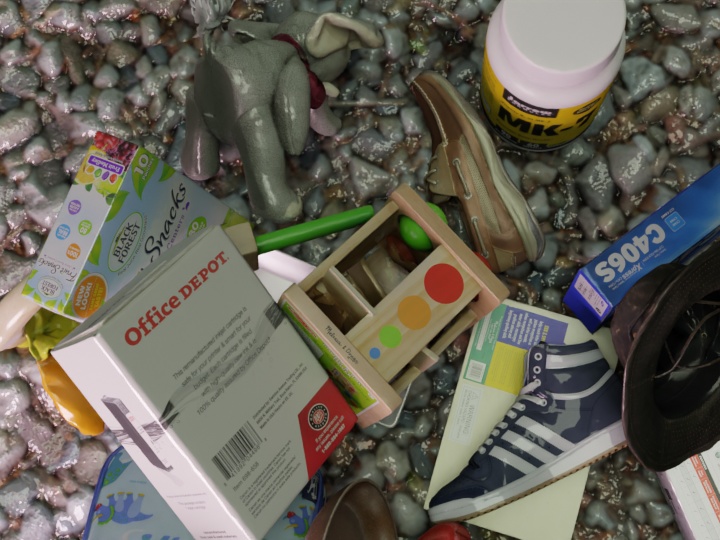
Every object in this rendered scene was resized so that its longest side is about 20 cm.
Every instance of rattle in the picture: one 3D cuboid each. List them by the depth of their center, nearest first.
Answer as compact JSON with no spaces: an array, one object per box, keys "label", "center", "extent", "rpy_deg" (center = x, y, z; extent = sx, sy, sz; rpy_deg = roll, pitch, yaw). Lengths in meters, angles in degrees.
[{"label":"rattle","center":[-0.222,0.026,0.931],"extent":[0.200,0.130,0.143],"rpy_deg":[-40,72,6]}]

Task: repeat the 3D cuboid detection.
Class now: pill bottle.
[{"label":"pill bottle","center":[0.160,-0.179,0.904],"extent":[0.113,0.200,0.116],"rpy_deg":[-1,81,4]}]

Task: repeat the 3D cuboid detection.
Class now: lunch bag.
[{"label":"lunch bag","center":[-0.128,0.226,0.888],"extent":[0.198,0.083,0.162],"rpy_deg":[5,44,5]}]

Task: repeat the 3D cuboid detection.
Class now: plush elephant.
[{"label":"plush elephant","center":[-0.070,-0.166,0.956],"extent":[0.154,0.164,0.202],"rpy_deg":[-21,117,-34]}]

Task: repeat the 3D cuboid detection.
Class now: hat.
[{"label":"hat","center":[0.249,0.057,0.856],"extent":[0.081,0.200,0.201],"rpy_deg":[30,83,46]}]

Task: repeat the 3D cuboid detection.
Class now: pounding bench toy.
[{"label":"pounding bench toy","center":[0.000,0.000,0.893],"extent":[0.156,0.124,0.200],"rpy_deg":[-43,87,-17]}]

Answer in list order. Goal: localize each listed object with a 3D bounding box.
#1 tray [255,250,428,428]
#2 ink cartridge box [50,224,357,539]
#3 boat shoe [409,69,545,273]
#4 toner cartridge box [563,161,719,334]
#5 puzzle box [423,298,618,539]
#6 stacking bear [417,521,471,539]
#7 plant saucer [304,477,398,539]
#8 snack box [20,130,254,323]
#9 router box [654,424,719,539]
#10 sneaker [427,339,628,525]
[{"label":"tray","center":[-0.041,0.054,0.961],"extent":[0.199,0.022,0.108],"rpy_deg":[24,84,-2]},{"label":"ink cartridge box","center":[-0.117,0.089,0.827],"extent":[0.144,0.083,0.201],"rpy_deg":[-46,109,-39]},{"label":"boat shoe","center":[0.091,-0.087,0.961],"extent":[0.071,0.076,0.201],"rpy_deg":[-29,79,1]},{"label":"toner cartridge box","center":[0.269,-0.030,0.915],"extent":[0.199,0.095,0.043],"rpy_deg":[-36,76,-8]},{"label":"puzzle box","center":[0.145,0.132,0.947],"extent":[0.132,0.025,0.202],"rpy_deg":[16,83,7]},{"label":"stacking bear","center":[0.127,0.301,0.873],"extent":[0.199,0.114,0.122],"rpy_deg":[26,70,-12]},{"label":"plant saucer","center":[-0.012,0.269,0.857],"extent":[0.032,0.200,0.202],"rpy_deg":[-2,81,21]},{"label":"snack box","center":[-0.178,-0.011,0.901],"extent":[0.053,0.200,0.143],"rpy_deg":[19,82,26]},{"label":"router box","center":[0.350,0.168,0.915],"extent":[0.178,0.049,0.202],"rpy_deg":[-22,81,0]},{"label":"sneaker","center":[0.132,0.130,0.900],"extent":[0.199,0.070,0.109],"rpy_deg":[-25,81,-3]}]
